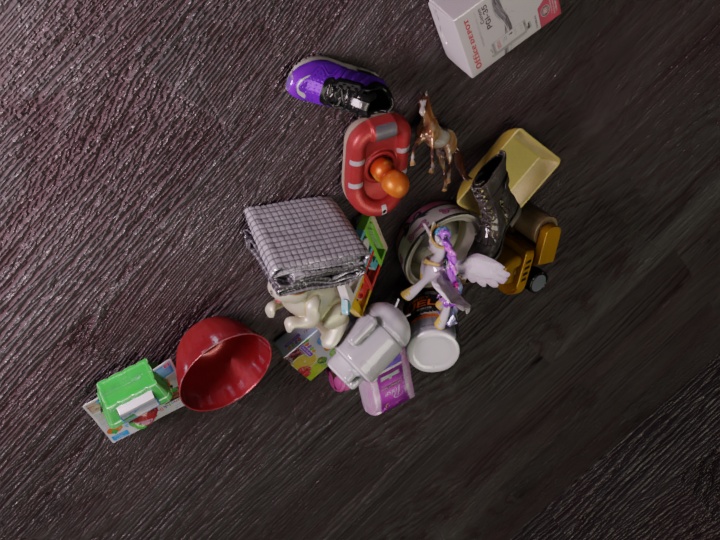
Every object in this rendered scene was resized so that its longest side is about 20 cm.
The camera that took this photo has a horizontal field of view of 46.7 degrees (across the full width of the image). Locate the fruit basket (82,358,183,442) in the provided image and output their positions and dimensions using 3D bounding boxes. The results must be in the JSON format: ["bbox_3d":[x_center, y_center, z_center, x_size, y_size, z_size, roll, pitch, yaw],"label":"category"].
[{"bbox_3d":[-0.430,0.266,1.641,0.183,0.094,0.202,-26,145,-14],"label":"fruit basket"}]

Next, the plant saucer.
[{"bbox_3d":[0.306,-0.202,1.773,0.201,0.049,0.199,-50,142,16],"label":"plant saucer"}]

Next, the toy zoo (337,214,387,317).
[{"bbox_3d":[0.000,0.000,1.661,0.132,0.020,0.203,62,42,-53],"label":"toy zoo"}]

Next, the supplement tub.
[{"bbox_3d":[0.154,0.114,1.829,0.120,0.201,0.124,0,126,0],"label":"supplement tub"}]

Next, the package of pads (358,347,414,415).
[{"bbox_3d":[0.047,0.215,1.863,0.119,0.076,0.203,-23,122,-19],"label":"package of pads"}]

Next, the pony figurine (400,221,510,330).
[{"bbox_3d":[0.176,0.021,1.676,0.165,0.193,0.202,-29,149,-36],"label":"pony figurine"}]

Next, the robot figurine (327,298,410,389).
[{"bbox_3d":[0.025,0.147,1.714,0.200,0.113,0.170,-47,155,-5],"label":"robot figurine"}]

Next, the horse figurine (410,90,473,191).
[{"bbox_3d":[0.148,-0.234,1.579,0.049,0.135,0.199,-6,160,35],"label":"horse figurine"}]

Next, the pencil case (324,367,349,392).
[{"bbox_3d":[0.015,0.215,1.954,0.197,0.093,0.093,-13,95,-28],"label":"pencil case"}]

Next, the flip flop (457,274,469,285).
[{"bbox_3d":[0.243,-0.002,1.926,0.197,0.058,0.082,-26,142,-14],"label":"flip flop"}]

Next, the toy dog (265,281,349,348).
[{"bbox_3d":[-0.099,0.037,1.629,0.194,0.140,0.199,-46,141,6],"label":"toy dog"}]

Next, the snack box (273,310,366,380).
[{"bbox_3d":[-0.074,0.138,1.822,0.199,0.053,0.142,-40,146,1],"label":"snack box"}]

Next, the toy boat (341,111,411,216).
[{"bbox_3d":[0.043,-0.178,1.517,0.129,0.131,0.202,-19,140,-21],"label":"toy boat"}]

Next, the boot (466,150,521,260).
[{"bbox_3d":[0.254,-0.122,1.697,0.202,0.068,0.175,-58,143,-17],"label":"boot"}]

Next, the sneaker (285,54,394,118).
[{"bbox_3d":[-0.023,-0.293,1.365,0.197,0.100,0.070,-4,131,-37],"label":"sneaker"}]

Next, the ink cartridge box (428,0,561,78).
[{"bbox_3d":[0.230,-0.449,1.420,0.199,0.083,0.147,-37,143,-1],"label":"ink cartridge box"}]

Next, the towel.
[{"bbox_3d":[-0.103,-0.042,1.518,0.197,0.167,0.086,-12,143,-28],"label":"towel"}]

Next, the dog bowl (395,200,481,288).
[{"bbox_3d":[0.162,-0.062,1.785,0.197,0.074,0.202,-22,140,-20],"label":"dog bowl"}]

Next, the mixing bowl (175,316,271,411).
[{"bbox_3d":[-0.284,0.165,1.632,0.198,0.109,0.202,-26,142,-22],"label":"mixing bowl"}]

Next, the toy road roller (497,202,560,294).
[{"bbox_3d":[0.351,-0.042,1.887,0.144,0.123,0.203,-8,122,-33],"label":"toy road roller"}]
